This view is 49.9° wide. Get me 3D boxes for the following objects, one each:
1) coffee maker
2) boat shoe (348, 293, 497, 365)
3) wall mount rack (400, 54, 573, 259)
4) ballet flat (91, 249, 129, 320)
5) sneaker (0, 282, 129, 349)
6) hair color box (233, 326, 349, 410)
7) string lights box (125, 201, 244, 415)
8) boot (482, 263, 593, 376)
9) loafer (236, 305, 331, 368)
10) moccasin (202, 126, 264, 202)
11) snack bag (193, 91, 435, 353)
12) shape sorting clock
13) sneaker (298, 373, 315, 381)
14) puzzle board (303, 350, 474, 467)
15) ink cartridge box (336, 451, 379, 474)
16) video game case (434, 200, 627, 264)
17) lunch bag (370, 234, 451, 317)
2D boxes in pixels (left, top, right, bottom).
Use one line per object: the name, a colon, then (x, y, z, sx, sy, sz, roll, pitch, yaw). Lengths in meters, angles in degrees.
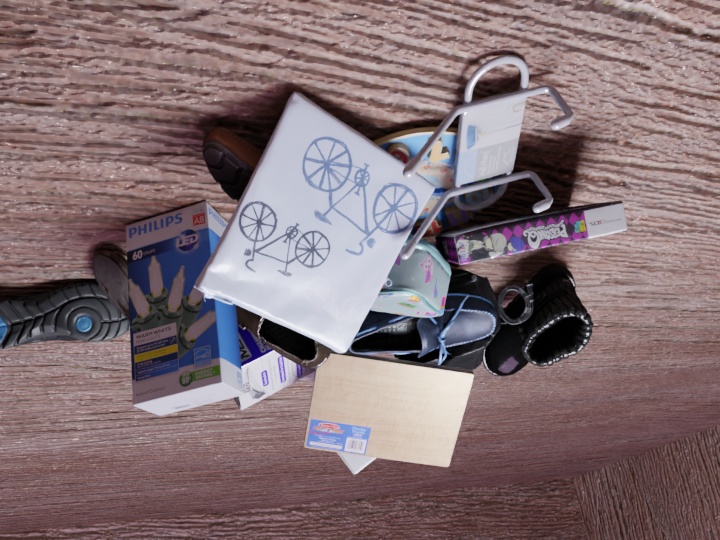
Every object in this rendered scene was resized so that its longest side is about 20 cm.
coffee maker: (0.137, 0.086, 1.102, 0.189, 0.137, 0.200, 7, 167, 8)
boat shoe: (0.074, 0.082, 0.957, 0.196, 0.069, 0.085, -11, 117, 1)
wall mount rack: (0.108, -0.097, 0.738, 0.171, 0.075, 0.201, -16, 144, -10)
ballet flat: (-0.263, 0.042, 0.948, 0.067, 0.047, 0.202, 12, 142, 32)
sneaker: (-0.379, 0.053, 0.967, 0.197, 0.075, 0.082, -3, -177, -21)
hair color box: (-0.086, 0.090, 1.010, 0.198, 0.065, 0.110, -27, 150, -19)
string lights box: (-0.188, 0.040, 0.822, 0.101, 0.203, 0.059, -15, 157, 11)
boot: (0.245, 0.102, 1.113, 0.078, 0.158, 0.213, 25, 117, -8)
loafer: (-0.113, 0.041, 0.906, 0.199, 0.074, 0.071, 35, 177, -3)
moccasin: (-0.062, -0.086, 0.755, 0.199, 0.079, 0.073, 25, 158, -27)
snack bag: (-0.036, -0.034, 0.731, 0.187, 0.202, 0.021, 27, -178, -34)
shape sorting clock: (0.060, -0.087, 0.840, 0.196, 0.040, 0.201, -9, 156, -4)
sneaker: (-0.081, 0.113, 1.137, 0.196, 0.091, 0.079, 6, -170, 4)
puzzle board: (0.033, 0.177, 0.993, 0.196, 0.017, 0.153, 9, 117, -4)
ink cartridge box: (0.023, 0.209, 1.134, 0.144, 0.084, 0.200, -38, 175, -5)
video game case: (0.183, -0.043, 0.883, 0.178, 0.036, 0.200, -12, -177, 0)
lunch bag: (0.000, 0.000, 0.896, 0.197, 0.078, 0.160, 8, 171, 23)
